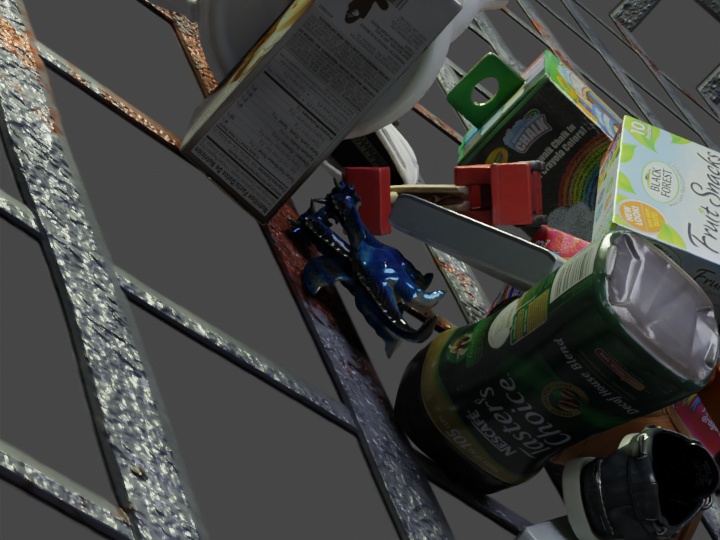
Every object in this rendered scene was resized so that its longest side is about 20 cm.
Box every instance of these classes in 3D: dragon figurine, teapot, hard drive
[{"bbox_3d":[0.000,0.000,1.517,0.099,0.059,0.200,39,11,-12],"label":"dragon figurine"},{"bbox_3d":[-0.026,-0.196,1.676,0.200,0.197,0.146,46,16,-13],"label":"teapot"},{"bbox_3d":[0.120,0.002,1.600,0.131,0.026,0.200,23,-1,32],"label":"hard drive"}]

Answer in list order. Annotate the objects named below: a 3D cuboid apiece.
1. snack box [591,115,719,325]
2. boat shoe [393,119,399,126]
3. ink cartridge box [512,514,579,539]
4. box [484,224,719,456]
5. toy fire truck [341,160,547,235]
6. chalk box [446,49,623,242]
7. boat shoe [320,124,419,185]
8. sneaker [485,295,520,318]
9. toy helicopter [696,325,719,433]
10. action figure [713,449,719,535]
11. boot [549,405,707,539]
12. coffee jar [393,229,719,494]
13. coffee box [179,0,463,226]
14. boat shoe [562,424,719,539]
[{"bbox_3d":[0.264,-0.020,1.635,0.199,0.053,0.143,21,35,-4],"label":"snack box"},{"bbox_3d":[-0.012,-0.154,1.898,0.072,0.060,0.200,51,16,21],"label":"boat shoe"},{"bbox_3d":[0.173,0.225,1.414,0.174,0.044,0.200,48,15,15],"label":"ink cartridge box"},{"bbox_3d":[0.205,0.059,1.788,0.200,0.096,0.100,34,-5,-33],"label":"box"},{"bbox_3d":[0.064,-0.054,1.706,0.200,0.140,0.049,-20,108,-82],"label":"toy fire truck"},{"bbox_3d":[0.171,-0.116,2.158,0.200,0.125,0.124,44,15,-7],"label":"chalk box"},{"bbox_3d":[-0.028,-0.127,1.757,0.200,0.074,0.065,41,11,-11],"label":"boat shoe"},{"bbox_3d":[0.162,0.081,1.650,0.200,0.077,0.088,32,-7,-37],"label":"sneaker"},{"bbox_3d":[0.283,0.084,1.599,0.132,0.079,0.200,13,22,-28],"label":"toy helicopter"},{"bbox_3d":[0.312,0.167,1.724,0.134,0.148,0.200,55,-7,15],"label":"action figure"},{"bbox_3d":[0.158,0.117,1.559,0.154,0.201,0.077,-8,31,-26],"label":"boot"},{"bbox_3d":[0.115,0.061,1.412,0.104,0.200,0.086,38,45,-20],"label":"coffee jar"},{"bbox_3d":[-0.025,-0.141,1.555,0.080,0.200,0.114,41,16,-10],"label":"coffee box"},{"bbox_3d":[0.190,0.132,1.452,0.199,0.066,0.075,11,67,-63],"label":"boat shoe"}]
